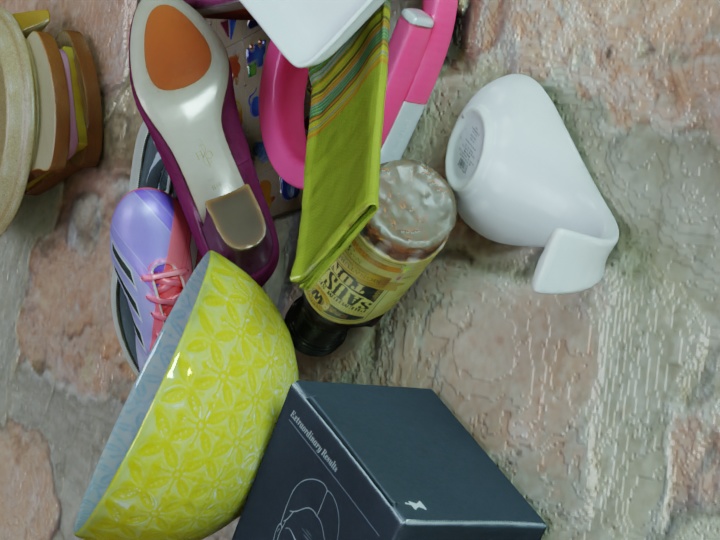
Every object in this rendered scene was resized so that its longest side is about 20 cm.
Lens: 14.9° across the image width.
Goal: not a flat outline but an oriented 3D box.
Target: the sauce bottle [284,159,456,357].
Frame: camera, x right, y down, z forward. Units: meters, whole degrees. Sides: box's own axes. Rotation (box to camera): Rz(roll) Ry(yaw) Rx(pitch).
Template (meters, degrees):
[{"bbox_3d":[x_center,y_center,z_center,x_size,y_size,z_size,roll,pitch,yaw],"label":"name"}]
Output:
[{"bbox_3d":[0.000,0.000,1.689,0.200,0.066,0.066,124,139,-59],"label":"sauce bottle"}]

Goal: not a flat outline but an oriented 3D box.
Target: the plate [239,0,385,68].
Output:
[{"bbox_3d":[-0.001,-0.233,1.713,0.200,0.032,0.200,-45,42,5],"label":"plate"}]

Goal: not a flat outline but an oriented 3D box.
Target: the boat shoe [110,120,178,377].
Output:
[{"bbox_3d":[-0.123,-0.011,1.882,0.062,0.073,0.200,19,109,49],"label":"boat shoe"}]

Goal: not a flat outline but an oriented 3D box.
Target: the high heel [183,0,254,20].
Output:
[{"bbox_3d":[-0.105,-0.220,1.880,0.200,0.067,0.096,11,99,61],"label":"high heel"}]

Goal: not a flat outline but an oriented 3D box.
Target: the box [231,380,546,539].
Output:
[{"bbox_3d":[0.001,0.189,1.648,0.148,0.107,0.200,50,127,47],"label":"box"}]

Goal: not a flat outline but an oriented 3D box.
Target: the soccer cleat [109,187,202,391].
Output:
[{"bbox_3d":[-0.126,0.042,1.839,0.076,0.067,0.200,-104,6,-64],"label":"soccer cleat"}]

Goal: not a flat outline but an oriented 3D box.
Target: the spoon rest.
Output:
[{"bbox_3d":[0.100,-0.044,1.590,0.200,0.061,0.099,-118,45,-58],"label":"spoon rest"}]

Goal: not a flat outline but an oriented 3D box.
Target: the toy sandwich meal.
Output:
[{"bbox_3d":[-0.270,-0.116,2.129,0.205,0.070,0.205,-5,84,60],"label":"toy sandwich meal"}]

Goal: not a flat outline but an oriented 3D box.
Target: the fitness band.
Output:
[{"bbox_3d":[-0.005,-0.144,1.756,0.144,0.037,0.200,48,122,45],"label":"fitness band"}]

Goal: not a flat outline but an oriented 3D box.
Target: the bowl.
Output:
[{"bbox_3d":[-0.090,0.099,1.722,0.200,0.108,0.200,-62,8,14],"label":"bowl"}]

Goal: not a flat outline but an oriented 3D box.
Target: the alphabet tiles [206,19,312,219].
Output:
[{"bbox_3d":[-0.076,-0.111,1.890,0.200,0.008,0.167,-21,69,53],"label":"alphabet tiles"}]

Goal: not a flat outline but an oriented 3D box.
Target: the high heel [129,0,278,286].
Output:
[{"bbox_3d":[-0.107,-0.082,1.813,0.096,0.067,0.200,95,159,-70],"label":"high heel"}]

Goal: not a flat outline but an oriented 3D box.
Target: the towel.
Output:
[{"bbox_3d":[-0.011,-0.083,1.648,0.086,0.018,0.200,-51,24,38],"label":"towel"}]
